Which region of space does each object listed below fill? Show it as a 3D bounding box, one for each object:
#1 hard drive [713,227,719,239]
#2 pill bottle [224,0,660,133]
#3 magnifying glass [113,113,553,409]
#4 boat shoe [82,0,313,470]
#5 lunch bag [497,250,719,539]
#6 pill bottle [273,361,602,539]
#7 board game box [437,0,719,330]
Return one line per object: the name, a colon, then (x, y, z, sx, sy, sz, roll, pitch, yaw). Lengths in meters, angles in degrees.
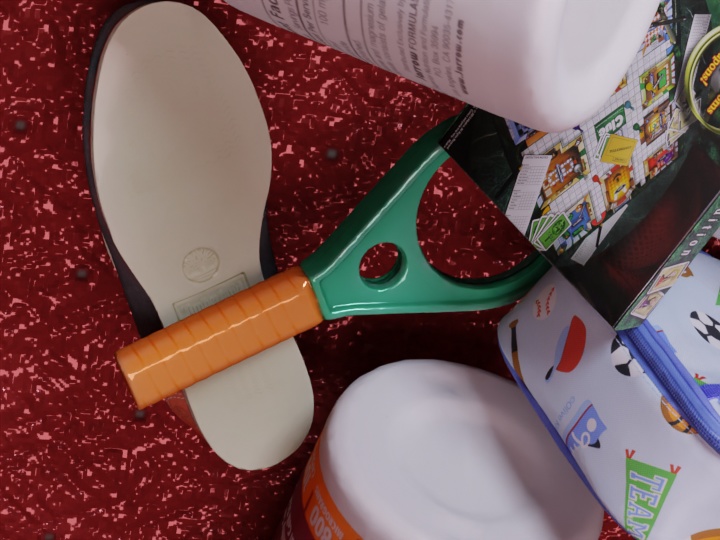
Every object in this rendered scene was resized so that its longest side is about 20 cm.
hard drive: (0.151, -0.104, 1.108, 0.132, 0.027, 0.200, 22, 125, -7)
pill bottle: (0.003, -0.133, 1.018, 0.199, 0.114, 0.115, 23, 117, 21)
magnifying glass: (0.000, 0.000, 1.122, 0.199, 0.022, 0.080, -25, 120, -7)
boat shoe: (-0.066, -0.018, 1.138, 0.071, 0.063, 0.201, -20, 118, -10)
lunch bag: (0.157, 0.064, 1.137, 0.200, 0.160, 0.076, 17, 117, -41)
pill bottle: (0.011, 0.143, 1.176, 0.114, 0.114, 0.200, 12, 130, -14)
board game box: (0.119, -0.087, 1.039, 0.023, 0.105, 0.200, 1, 133, -54)
